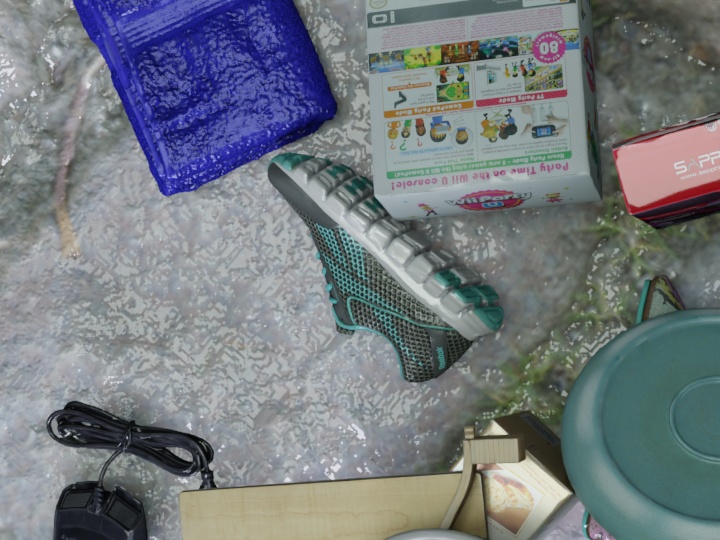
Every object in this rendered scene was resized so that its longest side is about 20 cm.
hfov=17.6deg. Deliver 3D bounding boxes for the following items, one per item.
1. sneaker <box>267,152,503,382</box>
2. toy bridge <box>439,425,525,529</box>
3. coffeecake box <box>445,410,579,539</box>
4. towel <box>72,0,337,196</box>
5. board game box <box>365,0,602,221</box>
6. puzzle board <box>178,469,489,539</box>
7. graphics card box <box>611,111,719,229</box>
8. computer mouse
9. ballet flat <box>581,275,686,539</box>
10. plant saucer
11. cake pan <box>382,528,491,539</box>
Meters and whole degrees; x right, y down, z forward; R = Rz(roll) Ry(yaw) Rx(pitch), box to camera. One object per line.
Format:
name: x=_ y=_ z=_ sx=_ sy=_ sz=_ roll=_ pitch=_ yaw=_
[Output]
sneaker: x=0.000 y=0.000 z=1.614 sx=0.200 sy=0.078 sz=0.091 roll=43 pitch=110 yaw=15
toy bridge: x=0.074 y=0.196 z=1.444 sx=0.067 sy=0.027 sz=0.200 roll=-4 pitch=91 yaw=13
coffeecake box: x=0.060 y=0.192 z=1.556 sx=0.073 sy=0.154 sz=0.200 roll=42 pitch=97 yaw=10
towel: x=-0.118 y=-0.168 z=1.649 sx=0.148 sy=0.050 sz=0.200 roll=-26 pitch=85 yaw=11
board game box: x=0.082 y=-0.143 z=1.577 sx=0.147 sy=0.064 sz=0.200 roll=-5 pitch=73 yaw=13
puzzle board: x=-0.013 y=0.209 z=1.486 sx=0.200 sy=0.017 sz=0.151 roll=-5 pitch=90 yaw=13
graphics card box: x=0.234 y=-0.068 z=1.498 sx=0.125 sy=0.200 sz=0.051 roll=-16 pitch=86 yaw=10
computer mouse: x=-0.157 y=0.195 z=1.645 sx=0.140 sy=0.046 sz=0.200 roll=8 pitch=99 yaw=22
ballet flat: x=0.203 y=0.099 z=1.545 sx=0.071 sy=0.069 sz=0.200 roll=7 pitch=63 yaw=21
plant saucer: x=0.227 y=0.100 z=1.477 sx=0.200 sy=0.027 sz=0.200 roll=-2 pitch=53 yaw=3
cake pan: x=0.066 y=0.249 z=1.407 sx=0.200 sy=0.037 sz=0.201 roll=8 pitch=104 yaw=34
